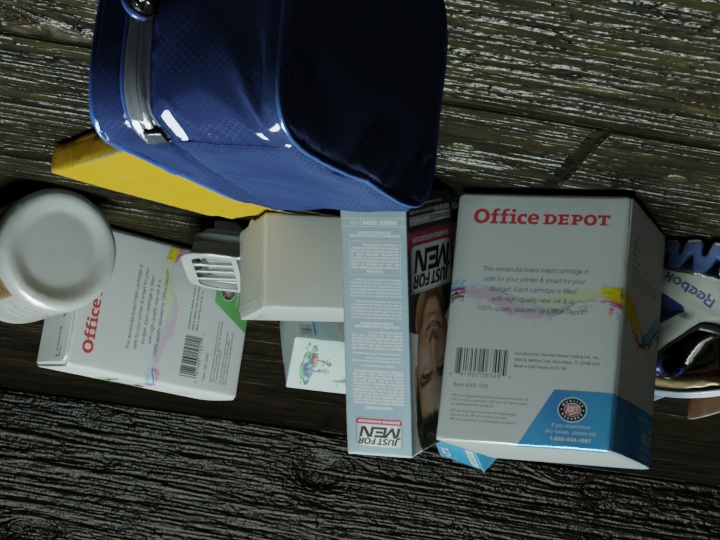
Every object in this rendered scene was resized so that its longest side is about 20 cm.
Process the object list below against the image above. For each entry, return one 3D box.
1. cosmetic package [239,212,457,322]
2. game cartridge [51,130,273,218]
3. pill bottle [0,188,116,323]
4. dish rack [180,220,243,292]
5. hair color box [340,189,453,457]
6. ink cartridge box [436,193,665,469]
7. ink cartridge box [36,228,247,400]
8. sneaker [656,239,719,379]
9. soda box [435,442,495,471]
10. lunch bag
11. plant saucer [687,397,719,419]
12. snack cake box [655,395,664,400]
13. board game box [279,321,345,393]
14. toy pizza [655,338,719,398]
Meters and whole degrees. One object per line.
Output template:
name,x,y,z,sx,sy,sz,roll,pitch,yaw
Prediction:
cosmetic package,0.000,0.000,1.406,0.198,0.086,0.108,1,173,-14
game cartridge,-0.129,-0.082,1.290,0.175,0.033,0.199,15,169,-33
pill bottle,-0.320,-0.008,1.548,0.113,0.116,0.199,13,167,-28
dish rack,-0.072,-0.007,1.579,0.198,0.044,0.172,7,168,0
hair color box,0.032,0.039,1.289,0.060,0.202,0.099,2,-172,25
ink cartridge box,0.160,0.051,1.316,0.145,0.202,0.146,2,169,23
ink cartridge box,-0.221,0.046,1.671,0.199,0.146,0.084,15,168,-33
sneaker,0.239,0.035,1.405,0.198,0.116,0.080,0,166,33
soda box,0.087,0.091,1.554,0.064,0.068,0.201,14,136,47
lunch bag,-0.054,-0.109,0.828,0.131,0.137,0.200,0,166,29
plant saucer,0.422,0.101,1.646,0.199,0.032,0.200,-23,175,-2
snack cake box,0.271,0.098,1.619,0.198,0.068,0.115,-17,177,-25
board game box,0.020,0.073,1.672,0.198,0.065,0.148,6,-156,-8
toy pizza,0.330,0.059,1.472,0.198,0.032,0.200,-15,-162,5
